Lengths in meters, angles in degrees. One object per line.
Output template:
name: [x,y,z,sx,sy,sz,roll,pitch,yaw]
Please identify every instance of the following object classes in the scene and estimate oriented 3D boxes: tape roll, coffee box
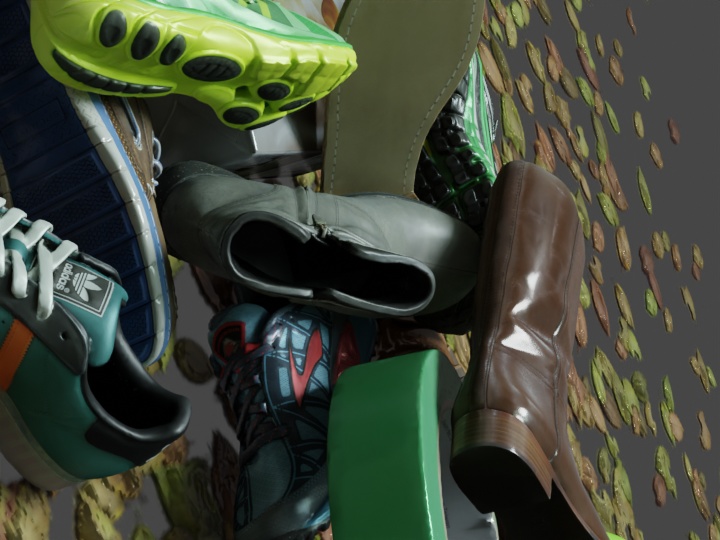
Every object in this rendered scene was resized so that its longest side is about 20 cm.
tape roll: [0.036,0.141,0.788,0.200,0.048,0.202,-13,90,-79]
coffee box: [-0.060,-0.111,0.901,0.200,0.079,0.115,-10,86,-66]

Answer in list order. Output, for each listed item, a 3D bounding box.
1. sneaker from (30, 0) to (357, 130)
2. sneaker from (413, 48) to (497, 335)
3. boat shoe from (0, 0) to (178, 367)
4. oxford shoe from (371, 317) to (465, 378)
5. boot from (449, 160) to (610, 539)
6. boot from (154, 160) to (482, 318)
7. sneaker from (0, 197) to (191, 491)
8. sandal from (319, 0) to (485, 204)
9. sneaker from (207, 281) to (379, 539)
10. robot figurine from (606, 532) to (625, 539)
sneaker: [-0.070,-0.118,0.731,0.200,0.074,0.084,10,59,-56]
sneaker: [0.055,-0.062,0.938,0.085,0.078,0.201,13,72,-66]
boat shoe: [-0.124,-0.054,0.732,0.072,0.072,0.201,-27,99,-64]
oxford shoe: [0.018,0.047,0.959,0.200,0.071,0.072,-71,138,-86]
boot: [0.102,0.064,0.850,0.201,0.064,0.187,-80,154,-42]
boot: [0.000,0.000,0.777,0.199,0.130,0.068,10,99,-31]
sneaker: [-0.140,0.004,0.648,0.200,0.080,0.072,57,28,-31]
sandal: [0.008,-0.095,0.861,0.070,0.077,0.213,-120,-142,-59]
sneaker: [-0.051,0.065,0.835,0.096,0.079,0.201,44,27,-25]
robot figurine: [0.113,0.251,0.933,0.115,0.175,0.201,19,88,-28]
